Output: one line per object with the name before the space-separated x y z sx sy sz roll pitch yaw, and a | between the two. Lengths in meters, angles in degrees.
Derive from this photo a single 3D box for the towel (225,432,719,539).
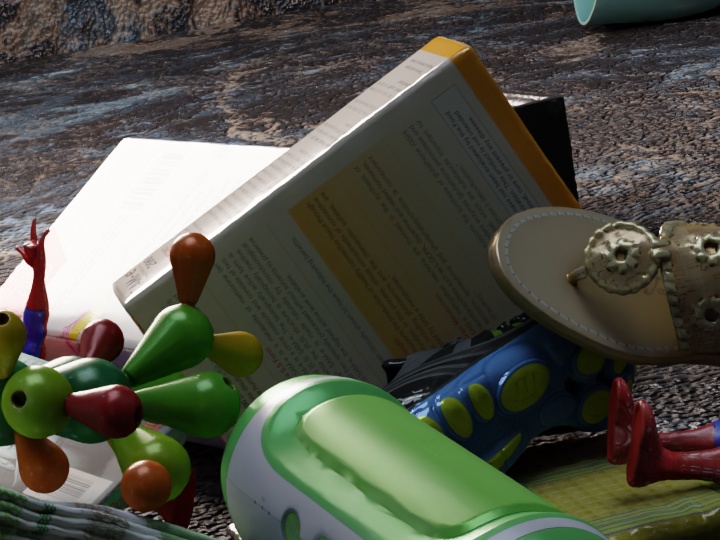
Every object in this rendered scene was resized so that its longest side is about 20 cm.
towel | 0.054 0.110 1.072 0.199 0.023 0.144 -13 14 -14

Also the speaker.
speaker | 0.022 0.102 0.934 0.088 0.089 0.200 -14 22 -25

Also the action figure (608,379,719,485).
action figure | 0.207 0.041 1.030 0.199 0.100 0.065 4 12 -8

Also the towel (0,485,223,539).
towel | -0.165 0.097 0.947 0.200 0.031 0.149 19 -23 -42

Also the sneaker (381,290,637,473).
sneaker | 0.056 0.049 1.124 0.082 0.071 0.199 10 25 40

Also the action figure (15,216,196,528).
action figure | -0.153 0.047 1.212 0.065 0.099 0.200 -14 28 -33

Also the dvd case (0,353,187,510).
dvd case | -0.188 0.060 1.099 0.199 0.022 0.146 16 19 9

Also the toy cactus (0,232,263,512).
toy cactus | -0.130 0.043 1.007 0.164 0.103 0.200 -1 9 9

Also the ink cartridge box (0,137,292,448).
ink cartridge box | -0.088 0.011 1.342 0.200 0.083 0.146 7 52 49

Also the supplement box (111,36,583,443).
supplement box | 0.000 0.000 1.189 0.200 0.126 0.074 -36 14 -3

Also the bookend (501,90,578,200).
bookend | 0.008 -0.057 1.686 0.198 0.093 0.200 -15 13 -26

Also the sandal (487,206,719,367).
sandal | 0.161 0.006 1.114 0.211 0.078 0.070 23 -44 -25

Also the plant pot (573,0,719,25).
plant pot | 0.308 -0.343 2.559 0.160 0.202 0.201 3 12 -5
